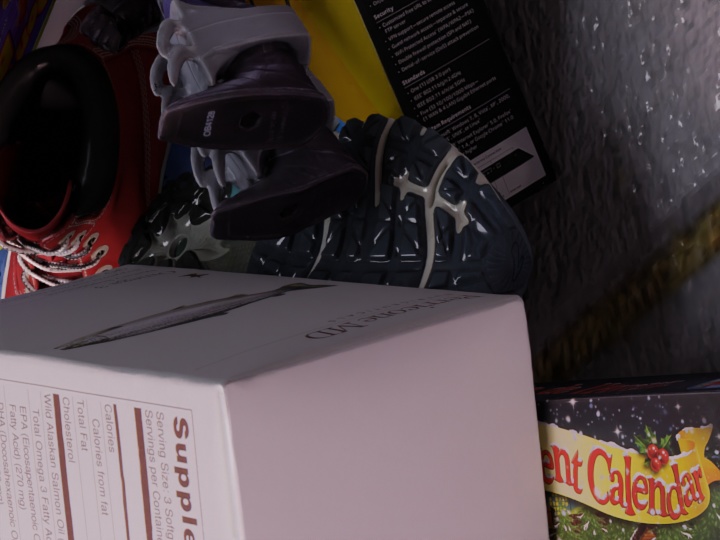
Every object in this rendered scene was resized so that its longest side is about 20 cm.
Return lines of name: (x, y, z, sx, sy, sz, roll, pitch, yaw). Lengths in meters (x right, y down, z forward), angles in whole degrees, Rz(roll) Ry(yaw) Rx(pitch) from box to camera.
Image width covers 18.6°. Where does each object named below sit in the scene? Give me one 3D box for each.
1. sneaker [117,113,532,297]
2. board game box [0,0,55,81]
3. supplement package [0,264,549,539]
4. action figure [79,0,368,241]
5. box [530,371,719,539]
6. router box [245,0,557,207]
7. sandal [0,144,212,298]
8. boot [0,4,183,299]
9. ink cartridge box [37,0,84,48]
sneaker: (0.000, 0.000, 0.768, 0.199, 0.086, 0.078, 1, 66, 53)
board game box: (-0.139, -0.119, 0.796, 0.135, 0.044, 0.202, 105, -177, -69)
supplement package: (-0.052, 0.068, 0.670, 0.199, 0.116, 0.119, 4, 103, 48)
action figure: (-0.060, -0.108, 0.727, 0.131, 0.069, 0.201, 92, 160, -52)
box: (0.060, 0.104, 0.670, 0.199, 0.037, 0.138, -7, 93, 49)
router box: (-0.017, -0.096, 0.832, 0.200, 0.051, 0.150, 15, 132, 65)
sandal: (-0.114, -0.009, 0.991, 0.200, 0.079, 0.088, -37, 45, 53)
boot: (-0.118, 0.001, 0.854, 0.144, 0.072, 0.202, -65, -15, -70)
ink cartridge box: (-0.120, -0.091, 1.029, 0.200, 0.146, 0.086, 139, 125, -62)
